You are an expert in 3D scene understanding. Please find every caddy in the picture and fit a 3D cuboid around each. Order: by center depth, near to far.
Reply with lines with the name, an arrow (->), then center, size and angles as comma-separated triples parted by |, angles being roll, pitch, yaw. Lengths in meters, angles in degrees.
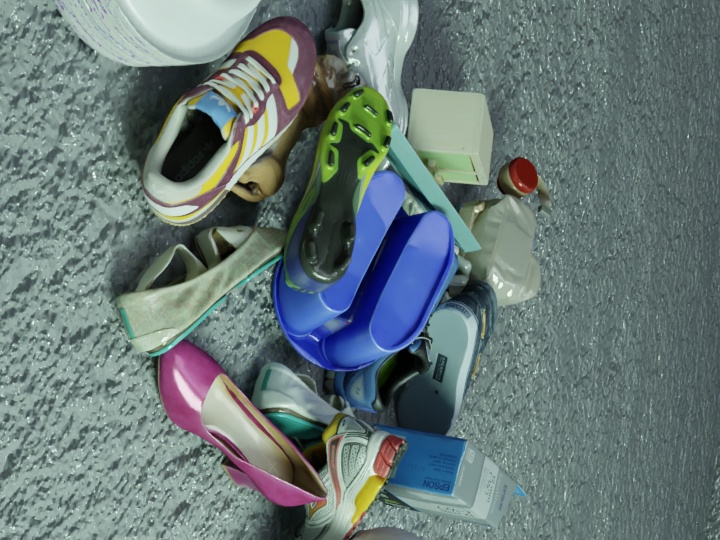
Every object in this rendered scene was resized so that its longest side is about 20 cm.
caddy -> 0.000, 0.000, 1.044 | 0.141, 0.105, 0.201 | 38, 61, -18

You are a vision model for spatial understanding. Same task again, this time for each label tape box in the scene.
label tape box -> 0.084, 0.236, 1.189 | 0.200, 0.142, 0.067 | 47, 54, -51

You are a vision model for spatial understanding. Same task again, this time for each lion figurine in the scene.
lion figurine -> -0.075, -0.126, 0.965 | 0.201, 0.072, 0.123 | -57, 148, -18

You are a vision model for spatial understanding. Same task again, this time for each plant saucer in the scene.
plant saucer -> 0.057, -0.089, 1.066 | 0.019, 0.070, 0.200 | -43, 133, -2

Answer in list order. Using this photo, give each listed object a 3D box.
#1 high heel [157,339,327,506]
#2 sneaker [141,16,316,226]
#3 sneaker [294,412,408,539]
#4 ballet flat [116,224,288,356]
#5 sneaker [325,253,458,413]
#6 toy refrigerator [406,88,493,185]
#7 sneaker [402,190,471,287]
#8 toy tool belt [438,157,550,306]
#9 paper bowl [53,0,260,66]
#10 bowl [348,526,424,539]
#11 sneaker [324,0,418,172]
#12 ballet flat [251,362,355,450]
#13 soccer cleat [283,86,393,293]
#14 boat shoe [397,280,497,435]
high heel -> -0.098, 0.133, 0.916 | 0.068, 0.095, 0.201 | -56, 139, -39
sneaker -> -0.097, -0.126, 0.840 | 0.201, 0.075, 0.090 | -58, 179, -14
sneaker -> -0.024, 0.201, 1.023 | 0.078, 0.082, 0.201 | -52, 172, -48
ballet flat -> -0.125, -0.003, 0.890 | 0.063, 0.067, 0.200 | 61, 38, -12
sneaker -> 0.052, 0.065, 1.121 | 0.201, 0.089, 0.079 | -58, 138, -12
toy refrigerator -> 0.101, -0.139, 1.171 | 0.200, 0.075, 0.071 | 23, 74, -80
sneaker -> 0.061, -0.043, 1.178 | 0.200, 0.080, 0.076 | 50, 54, -48
toy tool belt -> 0.150, -0.037, 1.321 | 0.124, 0.123, 0.201 | 31, 55, -27
paper bowl -> -0.136, -0.255, 0.797 | 0.200, 0.104, 0.203 | -10, 102, -59
bowl -> -0.030, 0.332, 1.014 | 0.200, 0.075, 0.200 | -42, 171, -46
sneaker -> 0.000, -0.196, 1.084 | 0.099, 0.075, 0.202 | 1, 97, -35
ballet flat -> -0.041, 0.143, 1.056 | 0.200, 0.069, 0.070 | 43, 58, -52
soccer cleat -> -0.026, -0.073, 0.948 | 0.064, 0.084, 0.202 | 25, 65, -20
boat shoe -> 0.106, 0.109, 1.230 | 0.091, 0.070, 0.202 | -35, 148, -50
